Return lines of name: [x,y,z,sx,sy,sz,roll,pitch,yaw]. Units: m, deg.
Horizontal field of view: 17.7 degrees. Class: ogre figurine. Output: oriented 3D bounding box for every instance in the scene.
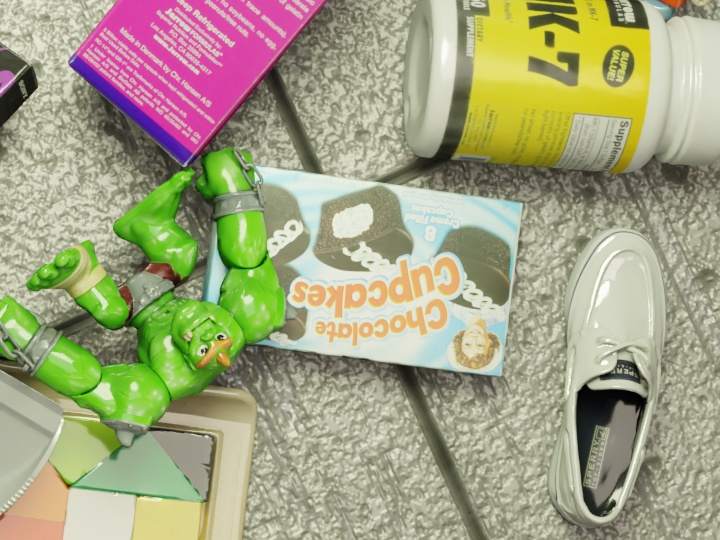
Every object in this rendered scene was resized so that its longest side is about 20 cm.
ogre figurine: [-0.123,0.020,1.432,0.120,0.098,0.200,53,50,-2]

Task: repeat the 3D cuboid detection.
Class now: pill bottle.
pill bottle: [0.134,-0.122,1.498,0.199,0.114,0.115,4,87,-9]

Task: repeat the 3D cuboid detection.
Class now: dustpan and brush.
dustpan and brush: [-0.286,0.138,1.434,0.139,0.057,0.200,30,120,-5]

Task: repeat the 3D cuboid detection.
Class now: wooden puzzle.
wooden puzzle: [-0.166,0.165,1.477,0.185,0.037,0.201,7,87,-9]

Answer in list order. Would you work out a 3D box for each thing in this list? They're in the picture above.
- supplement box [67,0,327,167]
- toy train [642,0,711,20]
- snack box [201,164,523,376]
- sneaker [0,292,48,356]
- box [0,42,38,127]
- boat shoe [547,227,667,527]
supplement box: [-0.076,-0.178,1.440,0.103,0.101,0.200,41,103,-6]
toy train: [0.179,-0.265,1.492,0.150,0.200,0.056,30,55,25]
snack box: [0.000,0.000,1.509,0.199,0.037,0.117,7,88,-9]
sneaker: [-0.278,-0.017,1.446,0.200,0.076,0.105,20,84,-7]
box: [-0.315,-0.087,1.420,0.143,0.036,0.200,35,72,17]
boat shoe: [0.169,0.070,1.520,0.073,0.065,0.201,5,87,-9]
